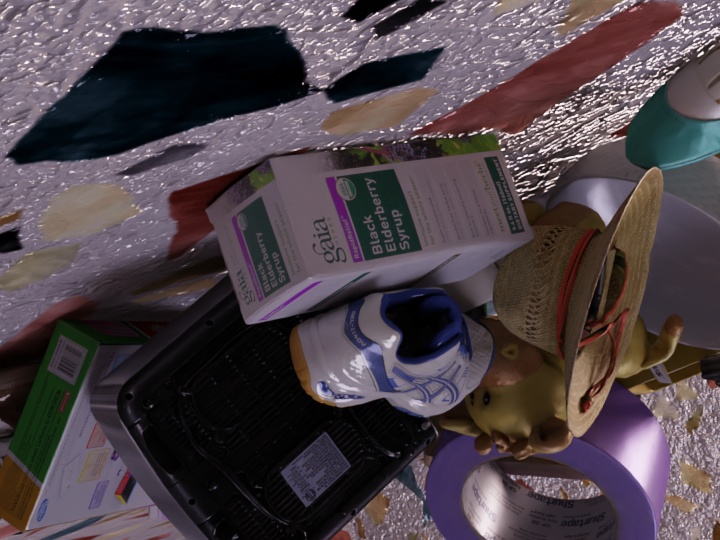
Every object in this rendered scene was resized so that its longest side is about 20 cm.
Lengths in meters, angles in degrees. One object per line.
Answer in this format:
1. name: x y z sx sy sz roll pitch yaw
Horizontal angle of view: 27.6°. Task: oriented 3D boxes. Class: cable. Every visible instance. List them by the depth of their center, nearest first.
1. cable: 0.325 0.076 1.246 0.097 0.051 0.199 -8 166 38

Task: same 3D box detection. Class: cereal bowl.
1. cereal bowl: 0.249 -0.033 1.148 0.084 0.200 0.200 -55 -177 -24

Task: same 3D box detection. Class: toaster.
1. toaster: -0.075 0.110 1.030 0.200 0.181 0.119 -41 -169 -21

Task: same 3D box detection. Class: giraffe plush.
1. giraffe plush: 0.134 0.065 1.148 0.162 0.200 0.173 -43 178 -25

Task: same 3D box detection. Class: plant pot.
1. plant pot: 0.302 -0.007 1.312 0.199 0.177 0.200 -24 169 17

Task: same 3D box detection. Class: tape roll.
1. tape roll: 0.161 0.179 1.258 0.199 0.200 0.085 -29 -157 36

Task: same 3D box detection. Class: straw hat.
1. straw hat: 0.138 0.014 1.014 0.085 0.202 0.201 18 -178 20

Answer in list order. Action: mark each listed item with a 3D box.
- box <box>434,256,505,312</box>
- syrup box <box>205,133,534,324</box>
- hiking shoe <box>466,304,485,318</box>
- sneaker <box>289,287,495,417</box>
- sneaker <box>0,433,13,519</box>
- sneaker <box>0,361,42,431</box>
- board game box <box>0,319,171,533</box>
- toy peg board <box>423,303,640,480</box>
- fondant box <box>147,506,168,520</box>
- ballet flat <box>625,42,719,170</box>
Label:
1. box: 0.022 0.010 1.110 0.199 0.069 0.082 -25 -160 27
2. syrup box: 0.009 -0.030 0.942 0.199 0.079 0.081 -10 165 -42
3. hiking shoe: 0.043 0.036 1.308 0.100 0.076 0.200 -20 170 -18
4. sneaker: 0.046 0.051 0.979 0.088 0.076 0.199 -30 163 33
5. sneaker: -0.301 0.177 1.380 0.088 0.074 0.200 -27 177 29
6. sneaker: -0.233 0.112 1.150 0.070 0.076 0.200 -11 172 18
7. board game box: -0.187 0.115 1.135 0.200 0.040 0.154 7 108 -66
8. toy peg board: 0.167 0.088 1.385 0.198 0.201 0.098 3 130 8
9. fondant box: -0.099 0.161 1.332 0.143 0.059 0.200 6 -160 6
10. ballet flat: 0.267 -0.134 0.991 0.199 0.068 0.071 -22 144 4
